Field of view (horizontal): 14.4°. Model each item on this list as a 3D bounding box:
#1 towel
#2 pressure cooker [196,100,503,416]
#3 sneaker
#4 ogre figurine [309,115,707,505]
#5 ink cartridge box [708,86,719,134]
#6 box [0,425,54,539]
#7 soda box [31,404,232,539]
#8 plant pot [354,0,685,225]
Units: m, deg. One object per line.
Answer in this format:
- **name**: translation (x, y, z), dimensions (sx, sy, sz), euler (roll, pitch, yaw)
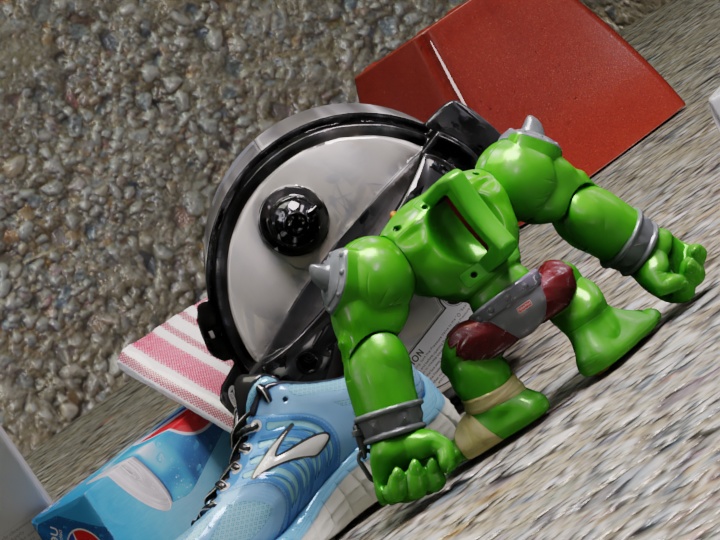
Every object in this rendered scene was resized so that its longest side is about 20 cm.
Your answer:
- **towel**: translation (-0.030, 0.045, 1.751), dimensions (0.146, 0.030, 0.200), euler (27, 44, 35)
- **pressure cooker**: translation (-0.003, -0.001, 1.561), dimensions (0.178, 0.177, 0.200), euler (-5, 5, -3)
- **sneaker**: translation (-0.048, 0.098, 1.392), dimensions (0.200, 0.090, 0.078), euler (-37, 5, -30)
- **ogre figurine**: translation (0.063, 0.010, 1.345), dimensions (0.200, 0.120, 0.098), euler (-33, 4, -3)
- **ink cartridge box**: translation (0.323, -0.147, 1.772), dimensions (0.199, 0.057, 0.163), euler (-23, 7, 23)
- **box**: translation (-0.254, 0.127, 1.730), dimensions (0.097, 0.200, 0.124), euler (-34, 45, -7)
- **soda box**: translation (-0.103, 0.122, 1.734), dimensions (0.064, 0.068, 0.200), euler (-29, 6, 46)
- **plant pot**: translation (0.114, -0.139, 2.407), dimensions (0.200, 0.177, 0.200), euler (-36, 5, -28)
